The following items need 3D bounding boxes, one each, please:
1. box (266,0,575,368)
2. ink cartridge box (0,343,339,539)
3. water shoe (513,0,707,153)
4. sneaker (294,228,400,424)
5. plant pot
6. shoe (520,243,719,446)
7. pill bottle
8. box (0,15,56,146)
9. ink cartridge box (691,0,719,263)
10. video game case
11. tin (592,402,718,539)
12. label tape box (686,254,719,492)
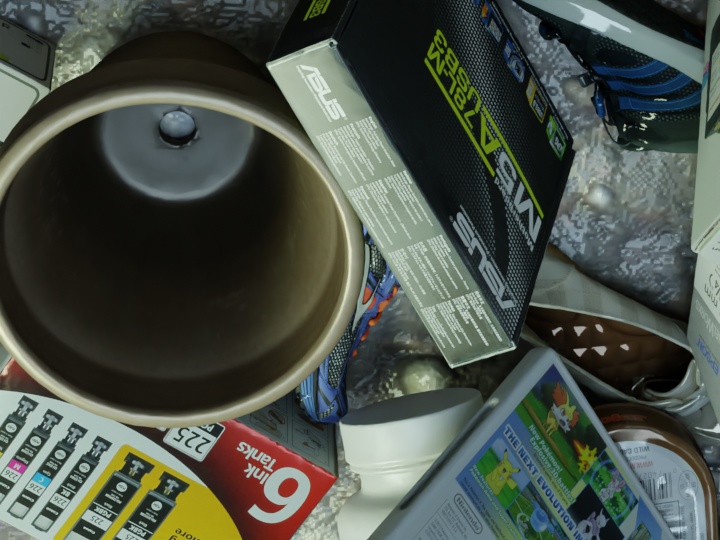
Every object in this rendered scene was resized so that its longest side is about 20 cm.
[{"bbox_3d":[0.038,-0.084,1.516,0.047,0.193,0.200,-19,117,25],"label":"box"},{"bbox_3d":[-0.142,0.115,1.673,0.200,0.084,0.176,30,113,-16],"label":"ink cartridge box"},{"bbox_3d":[0.152,-0.102,1.579,0.200,0.072,0.079,26,111,-15],"label":"water shoe"},{"bbox_3d":[0.000,0.000,1.627,0.078,0.075,0.200,5,119,-9],"label":"sneaker"},{"bbox_3d":[-0.101,-0.042,1.542,0.200,0.175,0.200,-1,117,-3],"label":"plant pot"},{"bbox_3d":[0.157,0.053,1.670,0.200,0.053,0.070,30,112,-16],"label":"shoe"},{"bbox_3d":[0.049,0.172,1.632,0.112,0.112,0.200,-11,96,3],"label":"pill bottle"},{"bbox_3d":[-0.265,-0.061,1.589,0.117,0.060,0.200,29,112,-16],"label":"box"},{"bbox_3d":[0.259,-0.099,1.513,0.146,0.200,0.083,10,158,-10],"label":"ink cartridge box"},{"bbox_3d":[0.098,0.175,1.586,0.022,0.182,0.200,-5,125,52],"label":"video game case"},{"bbox_3d":[0.152,0.175,1.680,0.112,0.042,0.200,-7,110,-2],"label":"tin"},{"bbox_3d":[0.261,0.016,1.624,0.144,0.063,0.200,-11,130,-18],"label":"label tape box"}]
